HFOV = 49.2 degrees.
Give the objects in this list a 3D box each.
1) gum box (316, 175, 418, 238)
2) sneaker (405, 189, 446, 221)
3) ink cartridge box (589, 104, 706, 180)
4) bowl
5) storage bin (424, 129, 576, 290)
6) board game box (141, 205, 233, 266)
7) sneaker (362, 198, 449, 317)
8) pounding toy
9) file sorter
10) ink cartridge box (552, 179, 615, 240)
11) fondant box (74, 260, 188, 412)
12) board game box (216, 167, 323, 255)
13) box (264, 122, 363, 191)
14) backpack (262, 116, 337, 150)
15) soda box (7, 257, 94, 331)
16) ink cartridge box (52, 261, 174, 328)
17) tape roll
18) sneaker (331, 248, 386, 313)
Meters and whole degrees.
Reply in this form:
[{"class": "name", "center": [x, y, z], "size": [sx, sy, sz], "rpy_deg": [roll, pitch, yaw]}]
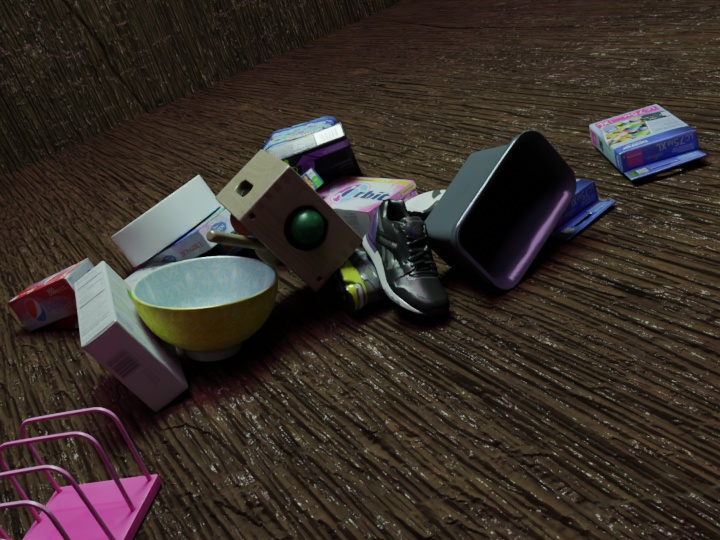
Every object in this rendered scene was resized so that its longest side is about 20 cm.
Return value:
[{"class": "gum box", "center": [0.002, -0.106, 1.352], "size": [0.113, 0.066, 0.200], "rpy_deg": [-37, 30, -31]}, {"class": "sneaker", "center": [0.083, -0.074, 1.239], "size": [0.200, 0.074, 0.080], "rpy_deg": [-26, 20, -33]}, {"class": "ink cartridge box", "center": [0.452, -0.208, 1.253], "size": [0.119, 0.042, 0.200], "rpy_deg": [-17, 27, 7]}, {"class": "bowl", "center": [-0.212, 0.062, 1.104], "size": [0.200, 0.108, 0.200], "rpy_deg": [-2, 21, 1]}, {"class": "storage bin", "center": [0.184, -0.079, 1.089], "size": [0.200, 0.146, 0.134], "rpy_deg": [-55, 25, -13]}, {"class": "board game box", "center": [-0.281, -0.076, 1.458], "size": [0.200, 0.041, 0.200], "rpy_deg": [-22, 18, 41]}, {"class": "sneaker", "center": [0.063, -0.023, 1.058], "size": [0.076, 0.088, 0.200], "rpy_deg": [-3, 38, -29]}, {"class": "pounding toy", "center": [-0.119, -0.062, 1.098], "size": [0.142, 0.184, 0.200], "rpy_deg": [-47, 27, -3]}, {"class": "file sorter", "center": [-0.326, 0.252, 0.808], "size": [0.139, 0.126, 0.200], "rpy_deg": [-12, 27, 17]}, {"class": "ink cartridge box", "center": [0.268, -0.101, 1.191], "size": [0.119, 0.042, 0.200], "rpy_deg": [-33, 30, -26]}, {"class": "fondant box", "center": [-0.320, 0.087, 1.086], "size": [0.058, 0.144, 0.200], "rpy_deg": [-39, 31, -1]}, {"class": "board game box", "center": [-0.163, -0.098, 1.391], "size": [0.135, 0.034, 0.200], "rpy_deg": [-46, 10, -37]}, {"class": "box", "center": [-0.075, -0.182, 1.437], "size": [0.143, 0.200, 0.036], "rpy_deg": [-20, 67, 5]}, {"class": "backpack", "center": [-0.104, -0.237, 1.615], "size": [0.182, 0.135, 0.200], "rpy_deg": [-12, 23, 13]}, {"class": "soda box", "center": [-0.531, 0.046, 1.381], "size": [0.200, 0.070, 0.063], "rpy_deg": [-18, 21, 38]}, {"class": "ink cartridge box", "center": [-0.438, 0.043, 1.395], "size": [0.200, 0.057, 0.163], "rpy_deg": [4, 34, 32]}, {"class": "tape roll", "center": [-0.360, -0.092, 1.460], "size": [0.202, 0.071, 0.202], "rpy_deg": [-34, 13, 9]}, {"class": "sneaker", "center": [0.000, 0.000, 1.160], "size": [0.081, 0.074, 0.200], "rpy_deg": [-10, 28, -9]}]
